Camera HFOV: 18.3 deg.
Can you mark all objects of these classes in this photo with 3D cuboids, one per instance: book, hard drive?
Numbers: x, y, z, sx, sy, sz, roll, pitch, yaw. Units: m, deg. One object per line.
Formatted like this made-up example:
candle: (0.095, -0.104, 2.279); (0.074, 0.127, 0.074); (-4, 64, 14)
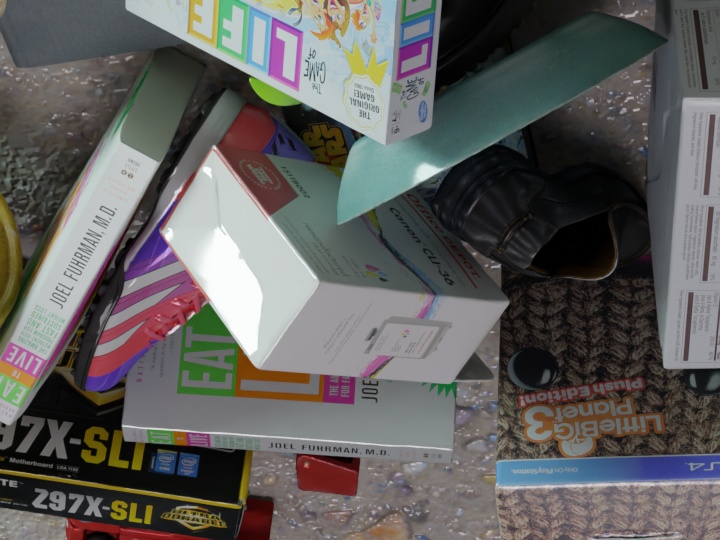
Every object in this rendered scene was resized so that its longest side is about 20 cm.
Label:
book: (-0.040, 0.047, 1.376); (0.199, 0.134, 0.048); (3, 155, -1)
book: (-0.157, -0.020, 1.301); (0.048, 0.134, 0.200); (28, 118, -8)
hard drive: (-0.155, -0.205, 1.220); (0.139, 0.033, 0.201); (-7, 133, 12)

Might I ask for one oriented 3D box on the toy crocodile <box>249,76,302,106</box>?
toy crocodile: (-0.034, -0.184, 1.173); (0.061, 0.068, 0.201); (-2, 113, 9)

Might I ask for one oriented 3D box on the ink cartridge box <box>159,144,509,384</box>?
ink cartridge box: (0.000, 0.000, 1.259); (0.199, 0.117, 0.068); (7, 126, -48)

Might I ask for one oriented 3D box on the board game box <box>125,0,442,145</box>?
board game box: (-0.041, -0.162, 1.115); (0.200, 0.034, 0.135); (29, 129, 37)

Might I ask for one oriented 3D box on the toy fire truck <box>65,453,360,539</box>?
toy fire truck: (-0.104, 0.148, 1.554); (0.199, 0.049, 0.141); (9, 134, -2)

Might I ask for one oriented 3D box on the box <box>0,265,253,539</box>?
box: (-0.163, 0.080, 1.411); (0.199, 0.160, 0.049); (9, 142, -4)

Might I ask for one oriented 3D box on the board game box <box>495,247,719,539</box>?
board game box: (0.164, 0.083, 1.360); (0.159, 0.201, 0.097); (-3, 135, 7)

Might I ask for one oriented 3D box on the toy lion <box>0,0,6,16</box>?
toy lion: (-0.297, -0.185, 1.211); (0.200, 0.069, 0.192); (-19, 112, 45)

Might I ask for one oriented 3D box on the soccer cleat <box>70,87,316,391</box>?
soccer cleat: (-0.101, -0.006, 1.305); (0.073, 0.068, 0.201); (30, 101, -3)

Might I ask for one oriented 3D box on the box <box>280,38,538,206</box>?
box: (0.022, -0.109, 1.295); (0.136, 0.040, 0.201); (-7, 134, 10)

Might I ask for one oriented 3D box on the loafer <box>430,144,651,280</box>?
loafer: (0.121, -0.019, 1.299); (0.200, 0.072, 0.073); (4, 127, -52)

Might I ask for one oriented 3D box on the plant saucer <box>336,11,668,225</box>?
plant saucer: (0.066, -0.087, 1.182); (0.199, 0.200, 0.036); (-28, 93, 28)

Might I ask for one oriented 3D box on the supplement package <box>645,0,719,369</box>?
supplement package: (0.220, -0.070, 1.233); (0.110, 0.156, 0.201); (0, 135, 3)

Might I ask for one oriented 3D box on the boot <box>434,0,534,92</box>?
boot: (0.037, -0.207, 1.131); (0.211, 0.079, 0.158); (-50, 125, -1)

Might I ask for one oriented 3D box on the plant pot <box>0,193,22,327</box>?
plant pot: (-0.282, -0.001, 1.299); (0.141, 0.201, 0.200); (-16, 132, 32)
